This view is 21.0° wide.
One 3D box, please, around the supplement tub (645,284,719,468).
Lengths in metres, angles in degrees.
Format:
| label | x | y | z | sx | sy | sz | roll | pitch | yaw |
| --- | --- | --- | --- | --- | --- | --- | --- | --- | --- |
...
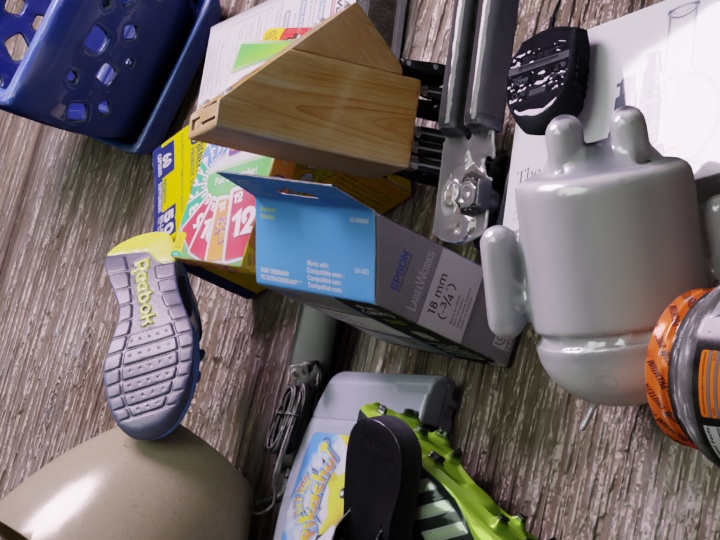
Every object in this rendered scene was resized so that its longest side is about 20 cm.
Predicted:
| label | x | y | z | sx | sy | sz | roll | pitch | yaw |
| --- | --- | --- | --- | --- | --- | --- | --- | --- | --- |
| supplement tub | 0.264 | 0.063 | 1.083 | 0.200 | 0.122 | 0.123 | 5 | 73 | 51 |

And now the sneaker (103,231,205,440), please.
| label | x | y | z | sx | sy | sz | roll | pitch | yaw |
| --- | --- | --- | --- | --- | --- | --- | --- | --- | --- |
| sneaker | -0.154 | 0.061 | 1.507 | 0.074 | 0.082 | 0.200 | -11 | 44 | 6 |

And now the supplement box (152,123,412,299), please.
| label | x | y | z | sx | sy | sz | roll | pitch | yaw |
| --- | --- | --- | --- | --- | --- | --- | --- | --- | --- |
| supplement box | -0.067 | -0.080 | 1.576 | 0.200 | 0.109 | 0.109 | -32 | 47 | 35 |

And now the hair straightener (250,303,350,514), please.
| label | x | y | z | sx | sy | sz | roll | pitch | yaw |
| --- | --- | --- | --- | --- | --- | --- | --- | --- | --- |
| hair straightener | -0.051 | 0.090 | 1.483 | 0.041 | 0.077 | 0.200 | 15 | 79 | 19 |

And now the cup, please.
| label | x | y | z | sx | sy | sz | roll | pitch | yaw |
| --- | --- | --- | --- | --- | --- | --- | --- | --- | --- |
| cup | -0.165 | 0.195 | 1.488 | 0.200 | 0.200 | 0.143 | 14 | 61 | 53 |

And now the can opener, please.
| label | x | y | z | sx | sy | sz | roll | pitch | yaw |
| --- | --- | --- | --- | --- | --- | --- | --- | --- | --- |
| can opener | 0.093 | -0.112 | 1.421 | 0.053 | 0.067 | 0.200 | -3 | 75 | 48 |

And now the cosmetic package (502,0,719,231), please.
| label | x | y | z | sx | sy | sz | roll | pitch | yaw |
| --- | --- | --- | --- | --- | --- | --- | --- | --- | --- |
| cosmetic package | 0.191 | -0.102 | 1.329 | 0.200 | 0.052 | 0.151 | -17 | 54 | 45 |

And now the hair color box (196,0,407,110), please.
| label | x | y | z | sx | sy | sz | roll | pitch | yaw |
| --- | --- | --- | --- | --- | --- | --- | --- | --- | --- |
| hair color box | -0.052 | -0.184 | 1.661 | 0.200 | 0.061 | 0.099 | -17 | 57 | 45 |

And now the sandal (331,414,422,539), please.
| label | x | y | z | sx | sy | sz | roll | pitch | yaw |
| --- | --- | --- | --- | --- | --- | --- | --- | --- | --- |
| sandal | 0.002 | 0.195 | 1.297 | 0.076 | 0.043 | 0.200 | 11 | 105 | 48 |

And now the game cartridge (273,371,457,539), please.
| label | x | y | z | sx | sy | sz | roll | pitch | yaw |
| --- | --- | --- | --- | --- | --- | --- | --- | --- | --- |
| game cartridge | -0.004 | 0.170 | 1.417 | 0.133 | 0.040 | 0.200 | -4 | 66 | 53 |

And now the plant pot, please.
| label | x | y | z | sx | sy | sz | roll | pitch | yaw |
| --- | --- | --- | --- | --- | --- | --- | --- | --- | --- |
| plant pot | -0.260 | -0.223 | 1.835 | 0.200 | 0.180 | 0.200 | 23 | 89 | 53 |

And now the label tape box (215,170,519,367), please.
| label | x | y | z | sx | sy | sz | roll | pitch | yaw |
| --- | --- | --- | --- | --- | --- | --- | --- | --- | --- |
| label tape box | 0.000 | 0.000 | 1.372 | 0.144 | 0.200 | 0.063 | 9 | 77 | 52 |

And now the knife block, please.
| label | x | y | z | sx | sy | sz | roll | pitch | yaw |
| --- | --- | --- | --- | --- | --- | --- | --- | --- | --- |
| knife block | -0.001 | -0.098 | 1.434 | 0.200 | 0.176 | 0.064 | -38 | 9 | -23 |

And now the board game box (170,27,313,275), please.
| label | x | y | z | sx | sy | sz | roll | pitch | yaw |
| --- | --- | --- | --- | --- | --- | --- | --- | --- | --- |
| board game box | -0.082 | -0.098 | 1.494 | 0.095 | 0.030 | 0.200 | 8 | 75 | 50 |

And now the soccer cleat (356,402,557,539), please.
| label | x | y | z | sx | sy | sz | roll | pitch | yaw |
| --- | --- | --- | --- | --- | --- | --- | --- | --- | --- |
| soccer cleat | 0.052 | 0.165 | 1.307 | 0.200 | 0.067 | 0.081 | 44 | 110 | 38 |

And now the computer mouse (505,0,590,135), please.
| label | x | y | z | sx | sy | sz | roll | pitch | yaw |
| --- | --- | --- | --- | --- | --- | --- | --- | --- | --- |
| computer mouse | 0.142 | -0.173 | 1.373 | 0.059 | 0.034 | 0.200 | -14 | 50 | 36 |

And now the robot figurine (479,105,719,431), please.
| label | x | y | z | sx | sy | sz | roll | pitch | yaw |
| --- | --- | --- | --- | --- | --- | --- | --- | --- | --- |
| robot figurine | 0.161 | -0.001 | 1.221 | 0.169 | 0.113 | 0.200 | -7 | 96 | 12 |
